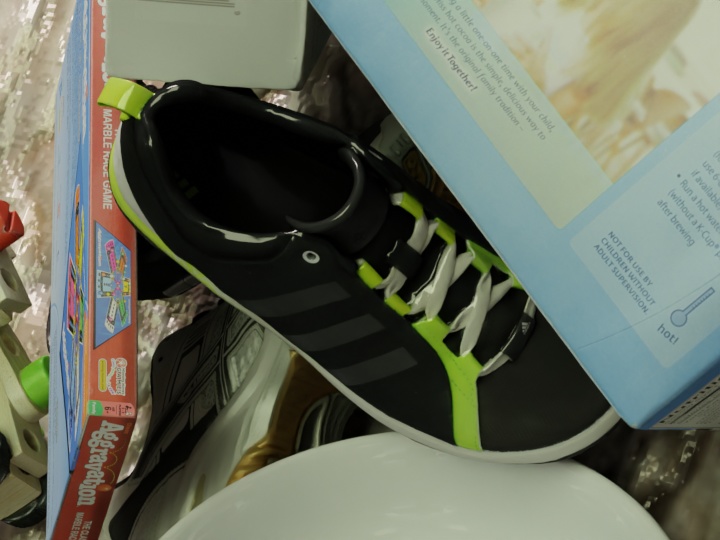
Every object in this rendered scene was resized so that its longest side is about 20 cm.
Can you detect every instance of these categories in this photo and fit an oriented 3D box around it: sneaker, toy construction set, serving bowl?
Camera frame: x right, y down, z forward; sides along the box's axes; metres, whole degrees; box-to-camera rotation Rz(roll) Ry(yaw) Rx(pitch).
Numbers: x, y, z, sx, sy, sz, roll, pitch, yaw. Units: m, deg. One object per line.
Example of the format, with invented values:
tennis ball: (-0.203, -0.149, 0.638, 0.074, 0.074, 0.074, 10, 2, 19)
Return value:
sneaker: (-0.035, 0.025, 0.993, 0.087, 0.076, 0.201, 22, 82, 42)
toy construction set: (-0.187, 0.057, 1.088, 0.200, 0.092, 0.132, -43, 49, 27)
sneaker: (0.000, 0.000, 0.881, 0.199, 0.083, 0.072, 27, 78, 1)
serving bowl: (0.013, 0.144, 0.877, 0.199, 0.066, 0.201, -8, 42, 7)

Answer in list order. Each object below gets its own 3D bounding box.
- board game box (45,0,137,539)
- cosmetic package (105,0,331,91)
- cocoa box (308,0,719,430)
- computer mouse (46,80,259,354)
board game box: (-0.096, -0.010, 0.973, 0.103, 0.019, 0.201, 111, 160, -55)
cosmetic package: (-0.039, -0.137, 0.980, 0.074, 0.200, 0.102, 5, 110, 7)
cocoa box: (0.092, -0.065, 0.861, 0.133, 0.131, 0.200, -40, 74, 14)
computer mouse: (-0.067, -0.051, 1.036, 0.200, 0.046, 0.141, 142, 137, -62)
